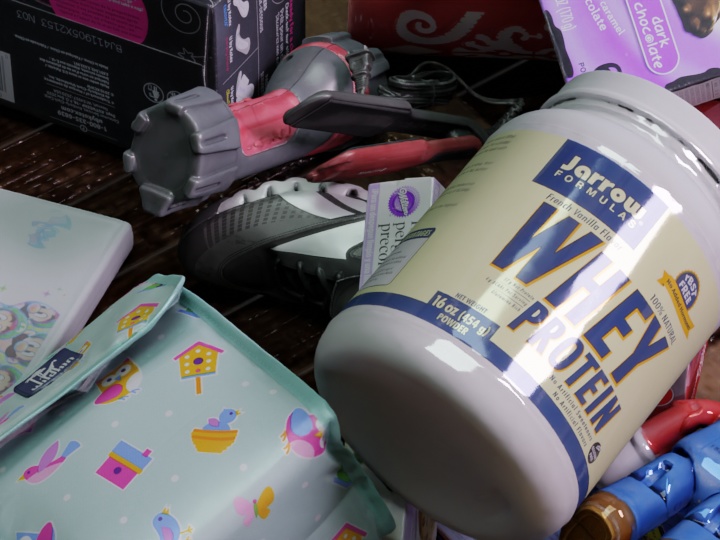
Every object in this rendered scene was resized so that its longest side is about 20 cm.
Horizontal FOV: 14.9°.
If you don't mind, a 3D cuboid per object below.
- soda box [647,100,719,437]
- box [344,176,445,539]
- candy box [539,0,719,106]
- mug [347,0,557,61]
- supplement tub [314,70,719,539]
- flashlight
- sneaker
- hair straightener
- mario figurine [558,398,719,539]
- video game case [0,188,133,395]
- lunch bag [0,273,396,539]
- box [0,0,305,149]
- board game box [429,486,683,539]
[{"bbox_3d":[0.160,-0.003,1.467,0.063,0.070,0.200,9,46,12],"label":"soda box"},{"bbox_3d":[0.020,0.051,1.387,0.039,0.041,0.200,-5,64,24],"label":"box"},{"bbox_3d":[0.186,-0.181,1.454,0.200,0.072,0.168,-19,81,6],"label":"candy box"},{"bbox_3d":[0.096,-0.168,1.596,0.200,0.134,0.178,6,39,2],"label":"mug"},{"bbox_3d":[0.088,0.015,1.310,0.145,0.145,0.200,27,61,26],"label":"supplement tub"},{"bbox_3d":[-0.054,-0.086,1.503,0.068,0.068,0.200,61,30,4],"label":"flashlight"},{"bbox_3d":[0.000,0.000,1.473,0.200,0.067,0.091,1,43,0],"label":"sneaker"},{"bbox_3d":[0.026,-0.094,1.522,0.200,0.041,0.077,-12,75,-51],"label":"hair straightener"},{"bbox_3d":[0.189,0.111,1.350,0.200,0.106,0.124,-32,91,-36],"label":"mario figurine"},{"bbox_3d":[-0.245,0.024,1.490,0.182,0.024,0.200,14,47,16],"label":"video game case"},{"bbox_3d":[-0.111,0.098,1.334,0.170,0.122,0.200,-39,48,-11],"label":"lunch bag"},{"bbox_3d":[-0.141,-0.158,1.591,0.200,0.132,0.115,20,46,20],"label":"box"},{"bbox_3d":[0.103,0.135,1.369,0.103,0.019,0.200,-30,51,-23],"label":"board game box"}]
